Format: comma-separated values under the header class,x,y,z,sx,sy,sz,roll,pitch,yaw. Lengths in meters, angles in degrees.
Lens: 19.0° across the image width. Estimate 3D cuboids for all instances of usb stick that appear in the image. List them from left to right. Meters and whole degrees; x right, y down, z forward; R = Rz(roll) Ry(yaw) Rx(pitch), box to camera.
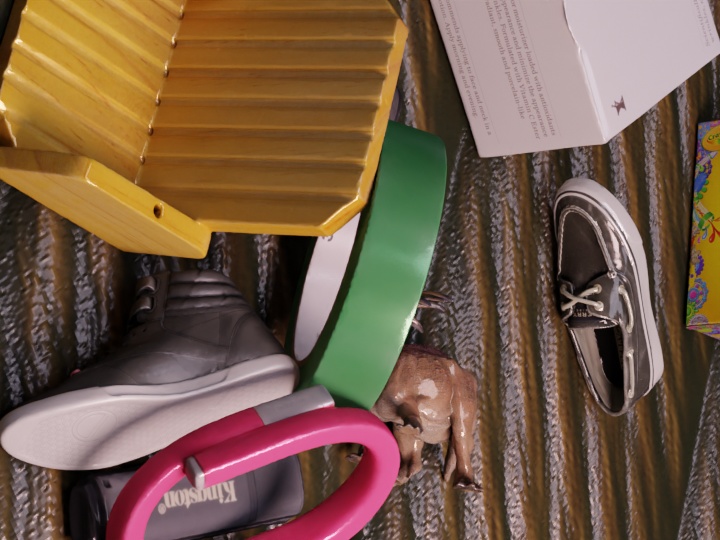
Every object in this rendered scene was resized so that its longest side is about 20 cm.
class,x,y,z,sx,sy,sz,roll,pitch,yaw
usb stick,-0.111,0.151,1.421,0.199,0.032,0.056,-4,92,-49

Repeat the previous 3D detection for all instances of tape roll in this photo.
class,x,y,z,sx,sy,sz,roll,pitch,yaw
tape roll,0.000,0.000,1.427,0.048,0.200,0.202,18,70,-11

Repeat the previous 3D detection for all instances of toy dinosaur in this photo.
class,x,y,z,sx,sy,sz,roll,pitch,yaw
toy dinosaur,0.045,0.082,1.576,0.200,0.085,0.136,42,50,-45

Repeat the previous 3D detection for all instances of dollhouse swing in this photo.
class,x,y,z,sx,sy,sz,roll,pitch,yaw
dollhouse swing,-0.100,-0.128,1.353,0.181,0.175,0.201,32,64,-43

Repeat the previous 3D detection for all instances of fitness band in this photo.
class,x,y,z,sx,sy,sz,roll,pitch,yaw
fitness band,-0.066,0.147,1.366,0.199,0.037,0.144,-18,137,-24

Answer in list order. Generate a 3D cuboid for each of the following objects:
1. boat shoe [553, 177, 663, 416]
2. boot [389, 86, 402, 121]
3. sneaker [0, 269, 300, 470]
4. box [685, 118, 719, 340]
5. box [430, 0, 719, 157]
class,x,y,z,sx,sy,sz,roll,pitch,yaw
boat shoe,0.198,0.023,1.763,0.064,0.070,0.201,-40,118,-44
boot,-0.035,-0.096,1.510,0.201,0.069,0.132,-57,132,-30
sneaker,-0.147,0.059,1.372,0.199,0.071,0.100,-14,54,-24
box,0.403,-0.024,1.968,0.199,0.121,0.194,19,72,-47
box,0.165,-0.221,1.702,0.200,0.130,0.200,-36,113,-45
